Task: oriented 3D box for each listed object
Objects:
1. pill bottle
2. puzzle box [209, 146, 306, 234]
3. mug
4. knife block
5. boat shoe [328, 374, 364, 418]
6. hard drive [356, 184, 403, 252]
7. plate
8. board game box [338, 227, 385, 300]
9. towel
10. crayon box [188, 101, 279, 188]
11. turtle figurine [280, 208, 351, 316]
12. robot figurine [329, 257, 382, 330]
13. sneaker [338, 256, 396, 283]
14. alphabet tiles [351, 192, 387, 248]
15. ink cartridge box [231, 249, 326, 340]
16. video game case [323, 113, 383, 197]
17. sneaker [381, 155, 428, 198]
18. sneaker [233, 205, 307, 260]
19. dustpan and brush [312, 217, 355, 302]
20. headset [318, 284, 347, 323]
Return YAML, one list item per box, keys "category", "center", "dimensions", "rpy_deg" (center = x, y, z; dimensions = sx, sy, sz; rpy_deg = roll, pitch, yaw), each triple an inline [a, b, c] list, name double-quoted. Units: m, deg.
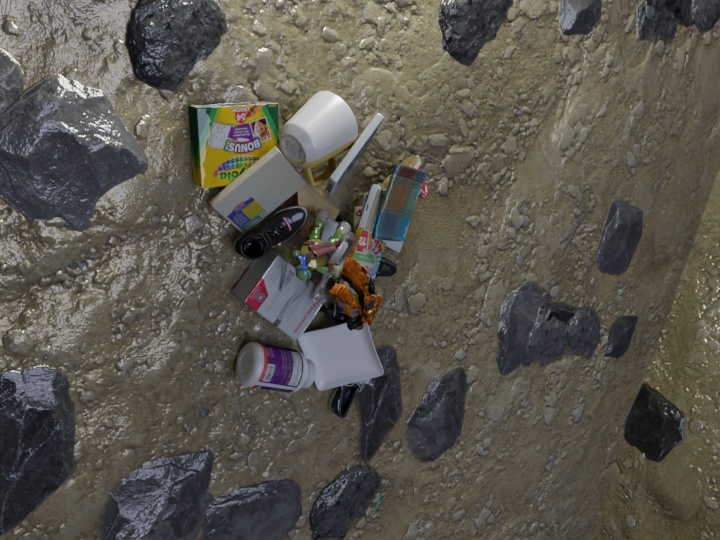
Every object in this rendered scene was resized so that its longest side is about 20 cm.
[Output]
- category: "pill bottle"
  center: [-0.216, 0.255, 1.683]
  dimensions: [0.198, 0.112, 0.114]
  rpy_deg: [18, 95, -40]
- category: "puzzle box"
  center: [-0.236, -0.182, 1.503]
  dimensions: [0.199, 0.026, 0.133]
  rpy_deg: [-38, 145, 4]
- category: "mug"
  center: [-0.099, -0.301, 1.520]
  dimensions: [0.153, 0.148, 0.188]
  rpy_deg: [-43, 111, -34]
- category: "knife block"
  center: [-0.098, -0.157, 1.657]
  dimensions: [0.174, 0.064, 0.203]
  rpy_deg: [-19, 116, -32]
- category: "boat shoe"
  center: [-0.030, 0.328, 1.882]
  dimensions: [0.074, 0.062, 0.202]
  rpy_deg: [26, 89, -39]
- category: "hard drive"
  center: [0.070, -0.139, 1.775]
  dimensions: [0.199, 0.025, 0.134]
  rpy_deg: [24, 84, -55]
- category: "plate"
  center: [-0.053, 0.228, 1.795]
  dimensions: [0.197, 0.032, 0.202]
  rpy_deg: [-15, 117, 7]
- category: "board game box"
  center: [0.000, 0.000, 1.664]
  dimensions: [0.095, 0.030, 0.202]
  rpy_deg: [32, 72, -39]
- category: "towel"
  center: [0.102, -0.171, 1.686]
  dimensions: [0.146, 0.022, 0.202]
  rpy_deg: [1, 112, -54]
- category: "crayon box"
  center: [-0.282, -0.288, 1.472]
  dimensions: [0.198, 0.058, 0.175]
  rpy_deg: [-13, 114, -33]
- category: "turtle figurine"
  center: [-0.109, -0.033, 1.562]
  dimensions: [0.195, 0.142, 0.201]
  rpy_deg: [-62, 149, -30]
- category: "robot figurine"
  center: [-0.005, 0.063, 1.573]
  dimensions: [0.146, 0.058, 0.200]
  rpy_deg: [-65, 147, -20]
- category: "sneaker"
  center: [0.013, 0.014, 1.753]
  dimensions: [0.197, 0.076, 0.116]
  rpy_deg: [10, 55, -30]
- category: "alphabet tiles"
  center: [0.040, -0.132, 1.769]
  dimensions: [0.199, 0.007, 0.170]
  rpy_deg: [-16, 117, -52]
- category: "ink cartridge box"
  center: [-0.202, 0.060, 1.641]
  dimensions: [0.146, 0.083, 0.200]
  rpy_deg: [-54, 129, -10]
- category: "video game case"
  center: [-0.019, -0.281, 1.611]
  dimensions: [0.023, 0.182, 0.201]
  rpy_deg: [36, 82, -4]
- category: "sneaker"
  center: [0.125, -0.221, 1.761]
  dimensions: [0.200, 0.070, 0.114]
  rpy_deg: [-50, 130, -45]
- category: "sneaker"
  center: [-0.208, -0.084, 1.540]
  dimensions: [0.198, 0.099, 0.071]
  rpy_deg: [-30, 109, -4]
- category: "dustpan and brush"
  center: [-0.077, -0.014, 1.647]
  dimensions: [0.139, 0.057, 0.201]
  rpy_deg: [31, 91, -39]
- category: "headset"
  center: [-0.041, 0.094, 1.770]
  dimensions: [0.199, 0.093, 0.125]
  rpy_deg: [-4, 109, -48]
